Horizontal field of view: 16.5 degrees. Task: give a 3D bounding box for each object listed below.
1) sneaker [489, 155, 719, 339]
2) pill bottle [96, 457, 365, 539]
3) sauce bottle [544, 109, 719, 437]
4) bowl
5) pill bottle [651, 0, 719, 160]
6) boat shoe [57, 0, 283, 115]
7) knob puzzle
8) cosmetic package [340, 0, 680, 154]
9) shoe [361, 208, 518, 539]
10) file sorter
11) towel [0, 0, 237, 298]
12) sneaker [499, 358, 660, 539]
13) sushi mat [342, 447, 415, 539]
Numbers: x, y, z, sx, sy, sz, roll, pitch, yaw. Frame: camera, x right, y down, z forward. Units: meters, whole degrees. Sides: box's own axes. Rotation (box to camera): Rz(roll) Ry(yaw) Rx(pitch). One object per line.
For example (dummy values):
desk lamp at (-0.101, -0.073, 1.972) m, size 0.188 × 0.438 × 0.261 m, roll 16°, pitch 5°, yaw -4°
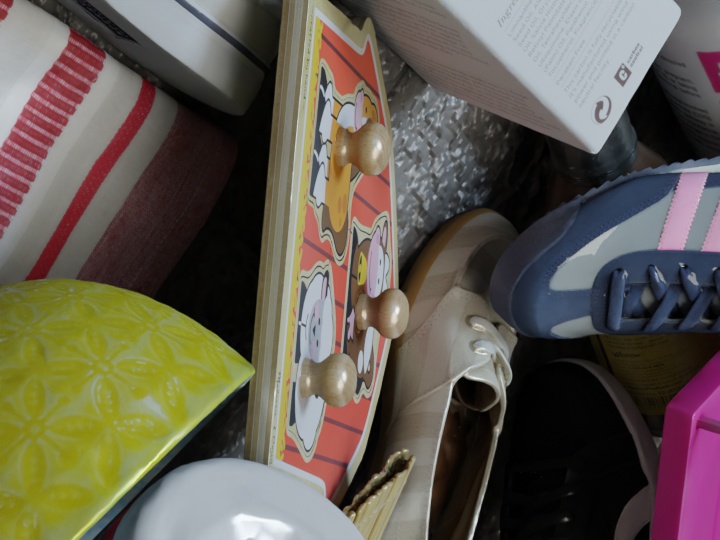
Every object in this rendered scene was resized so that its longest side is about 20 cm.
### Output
sneaker at (0.156, -0.001, 1.038) m, size 0.198 × 0.082 × 0.070 m, roll -16°, pitch 135°, yaw -9°
pill bottle at (-0.081, 0.161, 0.874) m, size 0.110 × 0.111 × 0.200 m, roll -3°, pitch 149°, yaw -42°
sauce bottle at (0.121, -0.011, 1.115) m, size 0.065 × 0.065 × 0.201 m, roll -42°, pitch 134°, yaw -20°
bowl at (-0.140, 0.065, 0.829) m, size 0.108 × 0.200 × 0.200 m, roll 45°, pitch 71°, yaw 1°
pill bottle at (0.179, -0.112, 1.086) m, size 0.113 × 0.113 × 0.200 m, roll -48°, pitch 134°, yaw -15°
boat shoe at (-0.084, -0.125, 0.865) m, size 0.200 × 0.072 × 0.066 m, roll 38°, pitch 78°, yaw -47°
knob puzzle at (0.000, 0.000, 0.961) m, size 0.220 × 0.030 × 0.222 m, roll 3°, pitch 90°, yaw -78°
cosmetic package at (0.026, -0.132, 0.943) m, size 0.200 × 0.101 × 0.072 m, roll 38°, pitch 82°, yaw -47°
shoe at (0.039, 0.071, 1.062) m, size 0.070 × 0.053 × 0.201 m, roll 31°, pitch 72°, yaw -48°
file sorter at (0.222, 0.093, 1.086) m, size 0.200 × 0.125 × 0.140 m, roll -38°, pitch 138°, yaw -50°
towel at (-0.140, -0.025, 0.895) m, size 0.200 × 0.023 × 0.145 m, roll 32°, pitch 85°, yaw -46°
sneaker at (0.079, 0.131, 1.085) m, size 0.111 × 0.073 × 0.202 m, roll 12°, pitch 67°, yaw -48°
sushi mat at (-0.031, 0.164, 0.991) m, size 0.096 × 0.012 × 0.201 m, roll -36°, pitch 153°, yaw -49°
